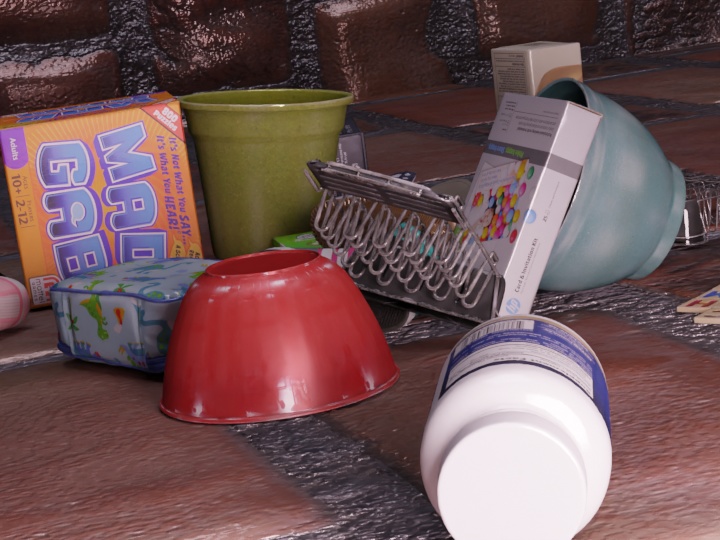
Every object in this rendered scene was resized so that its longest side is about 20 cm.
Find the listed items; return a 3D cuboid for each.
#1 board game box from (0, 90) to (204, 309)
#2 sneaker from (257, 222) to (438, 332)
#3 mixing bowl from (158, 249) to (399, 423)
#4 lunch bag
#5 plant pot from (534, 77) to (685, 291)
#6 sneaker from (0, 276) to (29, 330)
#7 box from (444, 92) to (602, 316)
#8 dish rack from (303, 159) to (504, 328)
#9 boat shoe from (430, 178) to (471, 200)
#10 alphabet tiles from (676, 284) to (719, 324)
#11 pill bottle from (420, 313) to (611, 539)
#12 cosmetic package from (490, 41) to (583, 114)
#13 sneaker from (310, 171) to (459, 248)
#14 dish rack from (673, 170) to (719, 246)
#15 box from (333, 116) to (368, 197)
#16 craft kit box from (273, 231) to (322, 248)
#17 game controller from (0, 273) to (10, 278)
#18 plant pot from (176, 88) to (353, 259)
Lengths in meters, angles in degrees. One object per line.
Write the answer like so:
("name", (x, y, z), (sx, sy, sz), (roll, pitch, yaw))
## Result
("board game box", (-0.295, -0.086, 2.035), (0.199, 0.201, 0.200), (-10, 10, -9))
("sneaker", (0.000, 0.000, 1.701), (0.200, 0.084, 0.121), (11, 25, 37))
("mixing bowl", (-0.073, 0.045, 1.467), (0.199, 0.109, 0.200), (-7, 10, 1))
("lunch bag", (-0.173, 0.035, 1.648), (0.200, 0.083, 0.161), (3, 16, 44))
("plant pot", (0.220, -0.065, 1.691), (0.134, 0.201, 0.200), (18, 3, -18))
("sneaker", (-0.452, 0.035, 1.850), (0.200, 0.076, 0.105), (2, 8, 22))
("box", (0.140, -0.059, 1.636), (0.041, 0.201, 0.156), (18, 3, -18))
("dish rack", (0.034, -0.023, 1.491), (0.153, 0.055, 0.200), (14, -19, 23))
("boat shoe", (0.130, -0.061, 2.035), (0.200, 0.063, 0.073), (0, 40, 50))
("alphabet tiles", (0.379, 0.020, 1.556), (0.166, 0.006, 0.200), (2, 14, 38))
("pill bottle", (0.093, 0.101, 1.061), (0.111, 0.111, 0.200), (-6, 11, 8))
("cosmetic package", (0.214, -0.166, 2.112), (0.071, 0.201, 0.105), (-10, 12, -21))
("sneaker", (0.052, -0.060, 1.805), (0.108, 0.070, 0.200), (-20, 13, -41))
("dish rack", (0.354, -0.071, 1.927), (0.200, 0.055, 0.153), (-14, 14, -40))
("box", (-0.091, -0.119, 2.301), (0.199, 0.118, 0.197), (-9, 11, -2))
("craft kit box", (0.023, -0.017, 1.898), (0.199, 0.049, 0.197), (-10, 8, -12))
("game controller", (-0.446, 0.022, 2.044), (0.104, 0.042, 0.200), (4, 7, -22))
("plant pot", (-0.106, -0.106, 2.036), (0.200, 0.185, 0.200), (-1, 10, 0))
